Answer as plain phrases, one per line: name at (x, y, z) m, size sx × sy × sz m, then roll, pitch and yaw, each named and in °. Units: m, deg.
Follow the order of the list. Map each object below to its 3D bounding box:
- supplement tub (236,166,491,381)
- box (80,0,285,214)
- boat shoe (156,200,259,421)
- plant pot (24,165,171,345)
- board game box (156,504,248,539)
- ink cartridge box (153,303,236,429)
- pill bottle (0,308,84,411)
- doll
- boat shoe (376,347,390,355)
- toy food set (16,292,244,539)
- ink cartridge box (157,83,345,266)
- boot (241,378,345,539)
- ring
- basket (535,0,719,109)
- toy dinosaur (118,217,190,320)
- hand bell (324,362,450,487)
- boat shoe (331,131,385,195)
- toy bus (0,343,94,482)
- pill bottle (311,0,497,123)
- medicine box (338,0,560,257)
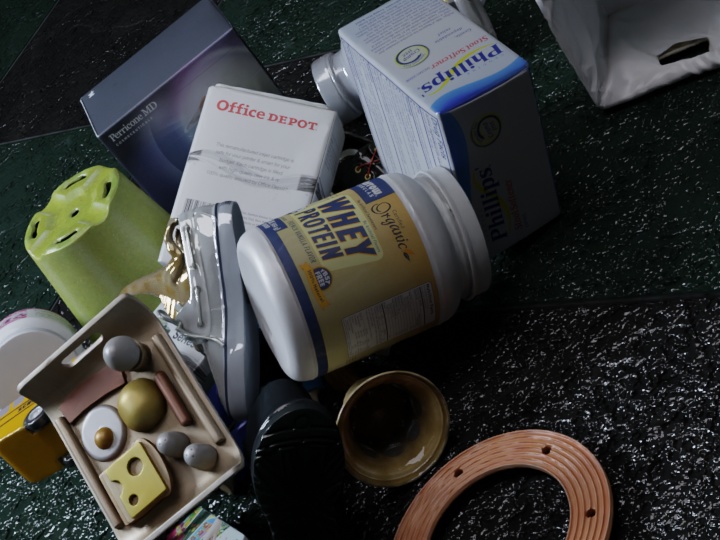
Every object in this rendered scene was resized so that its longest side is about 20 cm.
supplement tub at (0.003, -0.001, 1.287) m, size 0.198 × 0.146 × 0.144 m, roll -23°, pitch 32°, yaw -13°
box at (-0.186, -0.171, 1.688) m, size 0.199 × 0.199 × 0.123 m, roll -38°, pitch 34°, yaw 2°
boat shoe at (-0.145, 0.040, 1.335) m, size 0.085 × 0.205 × 0.075 m, roll -8°, pitch -4°, yaw 8°
plant pot at (-0.264, -0.009, 1.589) m, size 0.199 × 0.185 × 0.202 m, roll -25°, pitch 36°, yaw 20°
board game box at (-0.163, 0.281, 1.240) m, size 0.148 × 0.064 × 0.199 m, roll -50°, pitch 23°, yaw -15°
ink cartridge box at (-0.190, 0.120, 1.460) m, size 0.201 × 0.084 × 0.145 m, roll -51°, pitch 34°, yaw -16°
pill bottle at (-0.351, 0.104, 1.549) m, size 0.113 × 0.113 × 0.200 m, roll -44°, pitch 11°, yaw -8°
doll at (-0.104, 0.106, 1.383) m, size 0.201 × 0.136 × 0.049 m, roll -58°, pitch -2°, yaw -17°
boat shoe at (0.000, 0.000, 1.419) m, size 0.062 × 0.073 × 0.201 m, roll -4°, pitch 47°, yaw 7°
toy food set at (-0.208, 0.141, 1.277) m, size 0.143 × 0.060 × 0.201 m, roll -40°, pitch 67°, yaw 10°
ink cartridge box at (-0.110, -0.077, 1.509) m, size 0.145 × 0.083 × 0.202 m, roll 13°, pitch 76°, yaw 12°
boot at (-0.063, 0.146, 1.226) m, size 0.075 × 0.202 × 0.169 m, roll -11°, pitch 37°, yaw -8°
ring at (0.110, 0.212, 1.133) m, size 0.199 × 0.019 × 0.202 m, roll -26°, pitch 36°, yaw 20°
basket at (0.281, -0.302, 1.404) m, size 0.197 × 0.201 × 0.162 m, roll -20°, pitch 33°, yaw 25°
toy dinosaur at (-0.177, 0.002, 1.411) m, size 0.198 × 0.058 × 0.102 m, roll 4°, pitch 85°, yaw 32°
hand bell at (0.001, 0.112, 1.313) m, size 0.104 × 0.104 × 0.200 m, roll -41°, pitch 21°, yaw -3°
boat shoe at (0.011, -0.100, 1.545) m, size 0.074 × 0.063 × 0.201 m, roll -45°, pitch 36°, yaw -13°
toy bus at (-0.262, 0.124, 1.389) m, size 0.199 × 0.065 × 0.079 m, roll -35°, pitch 27°, yaw 11°
pill bottle at (0.048, -0.249, 1.632) m, size 0.199 × 0.112 × 0.113 m, roll -28°, pitch 36°, yaw 17°
medicine box at (0.085, -0.142, 1.376) m, size 0.102 × 0.183 × 0.200 m, roll -30°, pitch 42°, yaw -12°
